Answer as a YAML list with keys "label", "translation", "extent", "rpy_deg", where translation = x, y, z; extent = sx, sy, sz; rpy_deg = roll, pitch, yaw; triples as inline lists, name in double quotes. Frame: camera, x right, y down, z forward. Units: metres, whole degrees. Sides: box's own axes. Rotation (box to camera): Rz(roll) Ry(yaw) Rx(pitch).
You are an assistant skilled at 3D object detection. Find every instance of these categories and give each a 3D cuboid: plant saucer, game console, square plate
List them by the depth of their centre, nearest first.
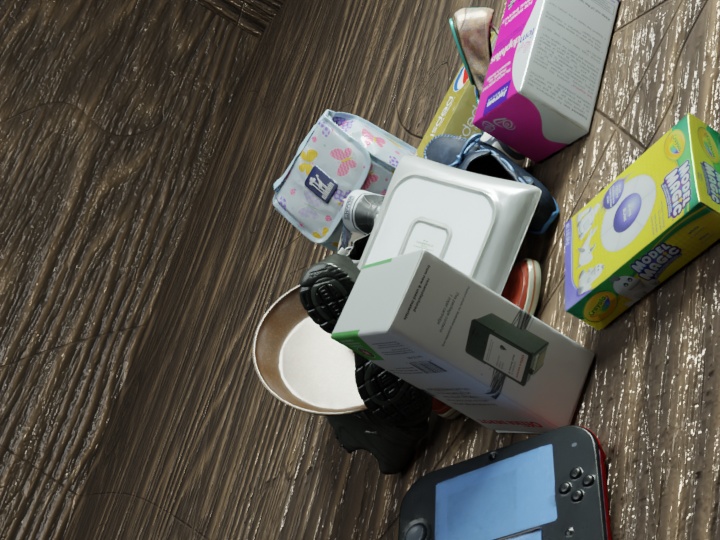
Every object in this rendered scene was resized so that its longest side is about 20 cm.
- label: "game console"
  translation: [0.113, 0.224, 0.892]
  extent: [0.199, 0.031, 0.178]
  rpy_deg: [-25, 33, 28]
- label: "square plate"
  translation: [0.076, -0.020, 1.169]
  extent: [0.199, 0.028, 0.200]
  rpy_deg: [19, 85, 42]
- label: "plant saucer"
  translation: [-0.022, 0.089, 1.224]
  extent: [0.037, 0.198, 0.202]
  rpy_deg: [82, -166, -47]

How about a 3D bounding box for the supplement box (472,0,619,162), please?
- label: "supplement box"
  translation: [0.218, -0.245, 1.264]
  extent: [0.101, 0.103, 0.202]
  rpy_deg: [-30, 38, 58]

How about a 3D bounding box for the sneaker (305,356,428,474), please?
- label: "sneaker"
  translation: [-0.013, 0.159, 1.258]
  extent: [0.200, 0.075, 0.092]
  rpy_deg: [40, 123, 34]

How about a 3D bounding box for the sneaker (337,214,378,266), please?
- label: "sneaker"
  translation: [0.000, 0.000, 1.321]
  extent: [0.200, 0.081, 0.075]
  rpy_deg: [-50, 21, 33]

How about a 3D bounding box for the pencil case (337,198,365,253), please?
- label: "pencil case"
  translation: [-0.010, 0.003, 1.507]
  extent: [0.089, 0.077, 0.202]
  rpy_deg: [46, 130, 39]

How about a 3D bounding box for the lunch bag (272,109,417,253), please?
- label: "lunch bag"
  translation: [-0.009, -0.114, 1.552]
  extent: [0.170, 0.199, 0.128]
  rpy_deg: [-53, 20, 26]

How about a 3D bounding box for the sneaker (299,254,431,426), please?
- label: "sneaker"
  translation: [0.017, 0.066, 1.120]
  extent: [0.075, 0.201, 0.091]
  rpy_deg: [-26, 12, 20]

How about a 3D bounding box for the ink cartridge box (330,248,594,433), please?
- label: "ink cartridge box"
  translation: [0.093, 0.071, 1.010]
  extent: [0.085, 0.199, 0.146]
  rpy_deg: [-64, 18, -16]

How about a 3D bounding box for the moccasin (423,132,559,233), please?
- label: "moccasin"
  translation: [0.140, -0.113, 1.219]
  extent: [0.199, 0.068, 0.081]
  rpy_deg: [31, 91, 42]

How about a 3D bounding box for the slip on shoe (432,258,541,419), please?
- label: "slip on shoe"
  translation: [0.124, 0.069, 1.148]
  extent: [0.201, 0.061, 0.074]
  rpy_deg: [-55, 18, 20]

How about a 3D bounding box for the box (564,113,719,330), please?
- label: "box"
  translation: [0.259, -0.048, 0.959]
  extent: [0.200, 0.048, 0.118]
  rpy_deg: [-45, 26, 41]

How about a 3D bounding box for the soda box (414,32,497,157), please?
- label: "soda box"
  translation: [0.150, -0.220, 1.477]
  extent: [0.202, 0.064, 0.068]
  rpy_deg: [-63, 18, 2]

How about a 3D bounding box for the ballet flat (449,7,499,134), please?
- label: "ballet flat"
  translation: [0.167, -0.228, 1.340]
  extent: [0.066, 0.202, 0.068]
  rpy_deg: [-15, 18, 11]

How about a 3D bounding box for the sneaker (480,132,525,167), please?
- label: "sneaker"
  translation: [0.120, -0.085, 1.344]
  extent: [0.199, 0.079, 0.131]
  rpy_deg: [-12, 48, 60]

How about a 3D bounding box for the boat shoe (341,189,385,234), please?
- label: "boat shoe"
  translation: [0.060, -0.068, 1.392]
  extent: [0.068, 0.199, 0.074]
  rpy_deg: [15, 91, 34]
